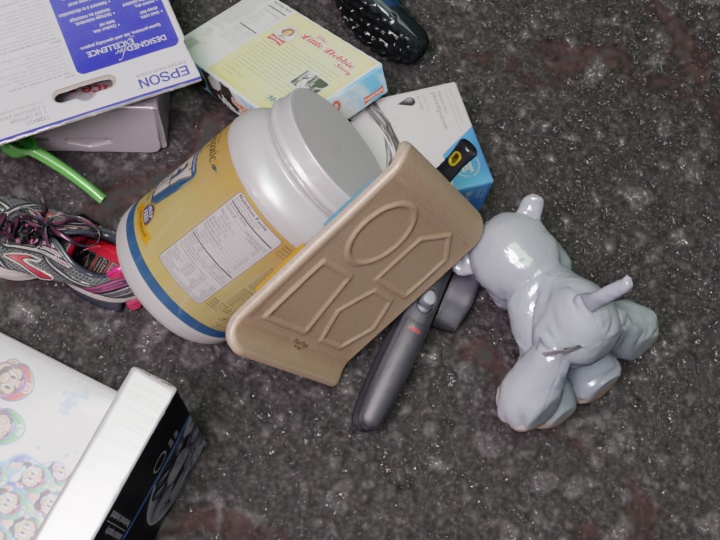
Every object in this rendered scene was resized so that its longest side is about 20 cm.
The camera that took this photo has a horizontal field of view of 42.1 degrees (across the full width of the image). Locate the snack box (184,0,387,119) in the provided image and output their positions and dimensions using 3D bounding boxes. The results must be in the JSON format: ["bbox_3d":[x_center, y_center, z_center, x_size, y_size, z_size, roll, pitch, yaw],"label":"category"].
[{"bbox_3d":[-0.082,-0.196,0.901,0.116,0.037,0.200,-37,52,-17],"label":"snack box"}]

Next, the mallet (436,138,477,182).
[{"bbox_3d":[0.028,-0.049,0.834,0.066,0.200,0.041,48,32,22],"label":"mallet"}]

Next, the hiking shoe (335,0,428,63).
[{"bbox_3d":[0.008,-0.303,0.972,0.087,0.074,0.200,-41,79,-17],"label":"hiking shoe"}]

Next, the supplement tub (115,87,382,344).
[{"bbox_3d":[-0.090,-0.044,0.785,0.200,0.145,0.145,-35,73,23],"label":"supplement tub"}]

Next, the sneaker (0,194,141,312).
[{"bbox_3d":[-0.280,-0.029,0.838,0.200,0.075,0.081,16,69,0],"label":"sneaker"}]

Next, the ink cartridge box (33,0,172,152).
[{"bbox_3d":[-0.260,-0.223,0.907,0.144,0.084,0.200,-1,70,-6],"label":"ink cartridge box"}]

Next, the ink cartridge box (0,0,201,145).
[{"bbox_3d":[-0.267,-0.211,0.835,0.197,0.047,0.200,-21,74,-13],"label":"ink cartridge box"}]

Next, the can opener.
[{"bbox_3d":[0.046,0.056,0.849,0.079,0.063,0.200,29,69,4],"label":"can opener"}]

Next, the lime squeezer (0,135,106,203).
[{"bbox_3d":[-0.327,-0.104,0.845,0.200,0.038,0.071,7,97,9],"label":"lime squeezer"}]

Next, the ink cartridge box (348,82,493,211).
[{"bbox_3d":[0.012,-0.097,0.900,0.200,0.067,0.116,-15,72,-11],"label":"ink cartridge box"}]

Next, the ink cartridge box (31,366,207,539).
[{"bbox_3d":[-0.189,0.190,0.701,0.043,0.198,0.200,27,70,7],"label":"ink cartridge box"}]

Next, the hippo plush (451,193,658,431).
[{"bbox_3d":[0.146,0.036,0.824,0.159,0.200,0.161,-46,60,9],"label":"hippo plush"}]

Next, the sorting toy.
[{"bbox_3d":[0.000,0.000,0.750,0.200,0.185,0.036,-47,61,6],"label":"sorting toy"}]

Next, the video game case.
[{"bbox_3d":[-0.326,0.156,0.791,0.182,0.024,0.200,26,69,3],"label":"video game case"}]
